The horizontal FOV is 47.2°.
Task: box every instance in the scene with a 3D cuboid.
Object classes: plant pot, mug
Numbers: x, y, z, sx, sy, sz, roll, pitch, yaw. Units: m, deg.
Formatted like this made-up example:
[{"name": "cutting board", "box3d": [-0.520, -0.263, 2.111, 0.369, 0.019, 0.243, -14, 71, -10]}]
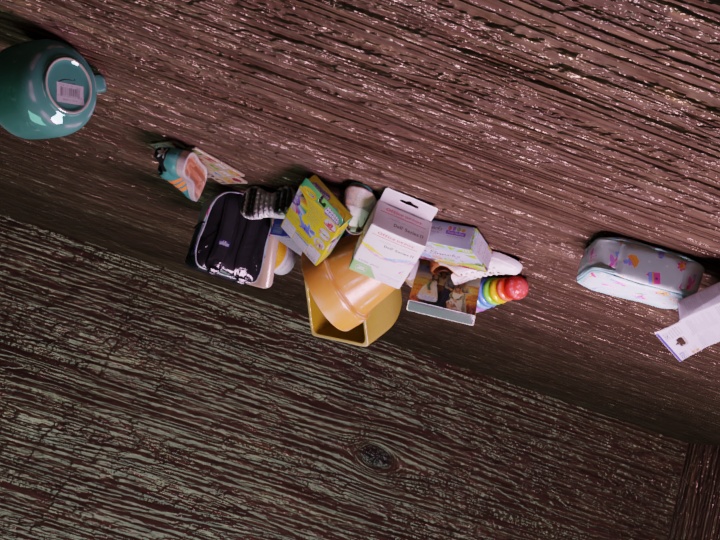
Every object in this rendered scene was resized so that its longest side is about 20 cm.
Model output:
[{"name": "plant pot", "box3d": [0.000, 0.000, 1.777, 0.182, 0.202, 0.200, -29, 150, 17]}, {"name": "plant pot", "box3d": [-0.001, 0.053, 2.077, 0.193, 0.198, 0.199, 8, -159, 40]}, {"name": "mug", "box3d": [-0.493, -0.301, 1.323, 0.113, 0.186, 0.153, 2, 139, 35]}]

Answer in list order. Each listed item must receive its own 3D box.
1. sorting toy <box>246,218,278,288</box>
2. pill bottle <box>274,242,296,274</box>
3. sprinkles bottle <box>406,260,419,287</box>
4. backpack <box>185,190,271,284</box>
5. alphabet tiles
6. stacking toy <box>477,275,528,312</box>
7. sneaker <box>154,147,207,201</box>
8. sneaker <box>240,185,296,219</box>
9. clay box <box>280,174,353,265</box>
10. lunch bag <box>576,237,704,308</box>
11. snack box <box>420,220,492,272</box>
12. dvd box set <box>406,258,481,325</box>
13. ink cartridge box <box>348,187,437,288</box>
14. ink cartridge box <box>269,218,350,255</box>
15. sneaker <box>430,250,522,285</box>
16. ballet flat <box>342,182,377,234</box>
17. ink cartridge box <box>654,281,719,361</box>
[{"name": "sorting toy", "box3d": [-0.296, -0.066, 2.038, 0.198, 0.187, 0.036, 13, -170, 17]}, {"name": "pill bottle", "box3d": [-0.258, -0.059, 2.159, 0.112, 0.114, 0.200, 10, 167, 34]}, {"name": "sprinkles bottle", "box3d": [0.103, -0.016, 1.931, 0.068, 0.069, 0.200, 10, 166, 33]}, {"name": "backpack", "box3d": [-0.303, -0.079, 1.916, 0.176, 0.202, 0.150, 19, 174, -26]}, {"name": "alphabet tiles", "box3d": [-0.343, -0.228, 1.752, 0.165, 0.006, 0.199, 5, 163, 47]}, {"name": "stacking toy", "box3d": [0.316, 0.050, 1.906, 0.085, 0.086, 0.199, 23, 163, -25]}, {"name": "sneaker", "box3d": [-0.376, -0.208, 1.723, 0.079, 0.072, 0.200, 21, 164, 6]}, {"name": "sneaker", "box3d": [-0.187, -0.140, 1.789, 0.199, 0.076, 0.081, 7, 174, 45]}, {"name": "clay box", "box3d": [-0.085, -0.103, 1.626, 0.115, 0.048, 0.200, 48, 149, 6]}, {"name": "lunch bag", "box3d": [0.487, 0.011, 1.439, 0.198, 0.078, 0.160, 17, 169, 4]}, {"name": "snack box", "box3d": [0.157, -0.058, 1.681, 0.198, 0.054, 0.142, 12, 166, 27]}, {"name": "dvd box set", "box3d": [0.186, 0.035, 1.779, 0.145, 0.201, 0.030, 14, 124, 6]}, {"name": "ink cartridge box", "box3d": [0.062, -0.059, 1.587, 0.116, 0.068, 0.201, 21, 144, -5]}, {"name": "ink cartridge box", "box3d": [-0.115, -0.085, 1.911, 0.135, 0.077, 0.200, 10, 168, 29]}, {"name": "sneaker", "box3d": [0.242, -0.001, 1.748, 0.198, 0.086, 0.073, 11, 165, 25]}, {"name": "ballet flat", "box3d": [-0.005, -0.113, 1.629, 0.067, 0.068, 0.200, 15, 168, 4]}, {"name": "ink cartridge box", "box3d": [0.606, 0.074, 1.395, 0.199, 0.041, 0.199, -29, 148, 20]}]
